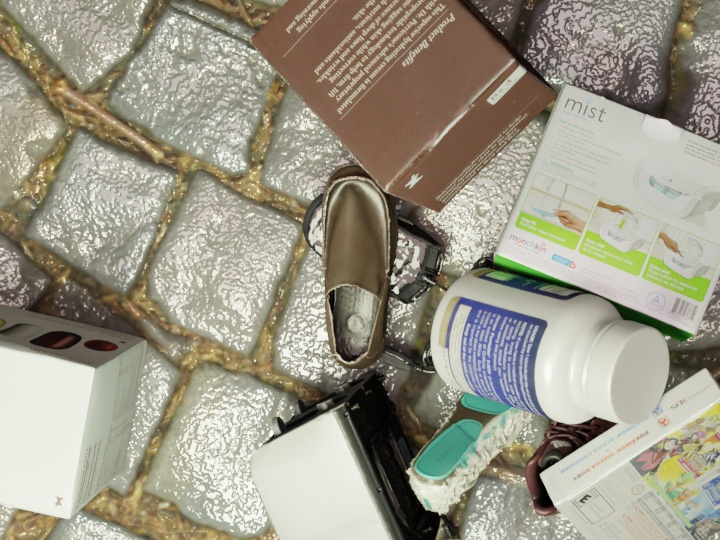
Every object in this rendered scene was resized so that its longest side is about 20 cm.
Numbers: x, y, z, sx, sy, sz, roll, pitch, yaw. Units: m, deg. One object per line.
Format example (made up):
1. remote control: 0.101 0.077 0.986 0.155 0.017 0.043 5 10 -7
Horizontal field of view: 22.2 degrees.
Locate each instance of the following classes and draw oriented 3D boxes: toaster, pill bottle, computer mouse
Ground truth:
1. toaster: -0.007 0.211 1.739 0.118 0.181 0.200 -23 93 14
2. pill bottle: 0.174 0.074 1.670 0.200 0.120 0.120 16 99 43
3. computer mouse: 0.025 0.012 1.785 0.200 0.046 0.141 25 102 -2

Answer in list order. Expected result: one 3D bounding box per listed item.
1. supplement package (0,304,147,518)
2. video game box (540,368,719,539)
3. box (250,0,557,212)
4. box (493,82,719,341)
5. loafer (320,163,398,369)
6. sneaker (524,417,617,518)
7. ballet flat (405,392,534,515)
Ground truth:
1. supplement package: -0.329 0.127 1.756 0.191 0.200 0.148 12 97 5
2. video game box: 0.286 0.195 1.705 0.182 0.200 0.047 -32 49 10
3. box: 0.041 -0.186 1.675 0.166 0.164 0.200 -44 73 10
4. box: 0.247 -0.054 1.706 0.200 0.097 0.177 21 85 4
5. loafer: 0.000 0.000 1.724 0.073 0.071 0.201 -3 100 3
6. sneaker: 0.210 0.146 1.731 0.076 0.115 0.201 18 98 22
7. ballet flat: 0.114 0.157 1.750 0.072 0.072 0.200 47 59 0
